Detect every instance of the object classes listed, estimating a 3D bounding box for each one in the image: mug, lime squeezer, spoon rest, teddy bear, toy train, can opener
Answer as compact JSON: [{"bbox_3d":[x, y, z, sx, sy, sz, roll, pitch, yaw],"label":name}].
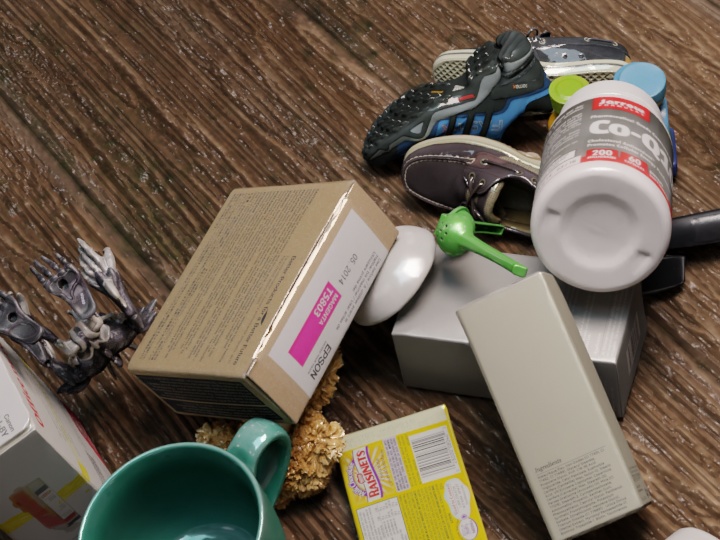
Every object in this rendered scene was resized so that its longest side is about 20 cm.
[{"bbox_3d":[-0.119,0.222,1.360,0.184,0.115,0.153,-24,53,-1],"label":"mug"},{"bbox_3d":[0.097,-0.032,1.455,0.070,0.038,0.200,3,10,-1],"label":"lime squeezer"},{"bbox_3d":[0.000,0.000,1.519,0.199,0.061,0.100,11,65,56],"label":"spoon rest"},{"bbox_3d":[-0.077,0.103,1.477,0.144,0.067,0.201,-12,50,17],"label":"teddy bear"},{"bbox_3d":[0.189,-0.130,1.583,0.198,0.116,0.085,-4,50,9],"label":"toy train"},{"bbox_3d":[0.299,-0.033,1.529,0.198,0.079,0.063,-15,11,-4],"label":"can opener"}]

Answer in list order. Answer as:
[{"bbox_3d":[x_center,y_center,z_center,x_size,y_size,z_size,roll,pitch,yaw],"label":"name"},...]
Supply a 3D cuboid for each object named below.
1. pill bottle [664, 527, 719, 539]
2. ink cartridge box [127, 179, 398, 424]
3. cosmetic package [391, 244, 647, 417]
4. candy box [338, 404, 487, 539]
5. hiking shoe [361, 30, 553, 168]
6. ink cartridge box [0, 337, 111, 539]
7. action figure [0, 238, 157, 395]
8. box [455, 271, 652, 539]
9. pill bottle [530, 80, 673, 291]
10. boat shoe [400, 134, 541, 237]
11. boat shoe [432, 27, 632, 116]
[{"bbox_3d":[0.198,0.288,1.246,0.199,0.115,0.114,-35,53,-16],"label":"pill bottle"},{"bbox_3d":[-0.082,0.025,1.450,0.164,0.075,0.201,1,53,47],"label":"ink cartridge box"},{"bbox_3d":[0.135,0.050,1.472,0.198,0.091,0.107,7,53,21],"label":"cosmetic package"},{"bbox_3d":[0.047,0.206,1.401,0.101,0.026,0.201,-18,50,3],"label":"candy box"},{"bbox_3d":[0.093,-0.140,1.631,0.199,0.087,0.075,-29,27,25],"label":"hiking shoe"},{"bbox_3d":[-0.278,0.145,1.402,0.083,0.200,0.145,-35,52,-4],"label":"ink cartridge box"},{"bbox_3d":[-0.240,0.035,1.435,0.119,0.200,0.102,-38,74,-2],"label":"action figure"},{"bbox_3d":[0.153,0.108,1.364,0.082,0.068,0.201,-24,80,14],"label":"box"},{"bbox_3d":[0.205,-0.078,1.444,0.113,0.115,0.200,-1,29,11],"label":"pill bottle"},{"bbox_3d":[0.126,-0.071,1.573,0.198,0.072,0.065,15,33,16],"label":"boat shoe"},{"bbox_3d":[0.169,-0.194,1.670,0.198,0.075,0.063,1,46,7],"label":"boat shoe"}]
